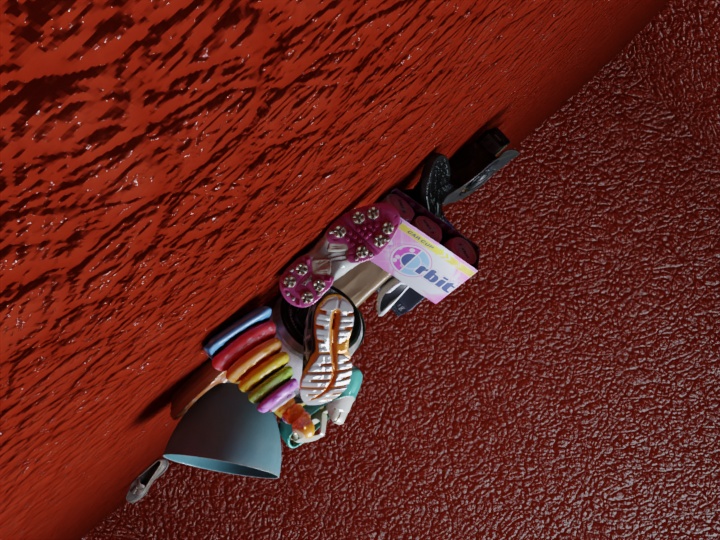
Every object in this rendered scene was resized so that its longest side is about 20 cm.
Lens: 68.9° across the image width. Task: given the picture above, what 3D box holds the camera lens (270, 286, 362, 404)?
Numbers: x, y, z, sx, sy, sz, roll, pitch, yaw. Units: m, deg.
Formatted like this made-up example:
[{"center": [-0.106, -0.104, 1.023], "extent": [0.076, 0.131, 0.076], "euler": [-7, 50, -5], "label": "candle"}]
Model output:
[{"center": [-0.097, 0.131, 0.947], "extent": [0.160, 0.160, 0.200], "euler": [-38, 165, -44], "label": "camera lens"}]

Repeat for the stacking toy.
[{"center": [-0.132, 0.164, 0.771], "extent": [0.109, 0.201, 0.116], "euler": [-34, 172, -21], "label": "stacking toy"}]

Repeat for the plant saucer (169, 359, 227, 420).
[{"center": [-0.277, 0.198, 0.984], "extent": [0.200, 0.038, 0.200], "euler": [-41, 176, -4], "label": "plant saucer"}]

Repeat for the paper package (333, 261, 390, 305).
[{"center": [0.000, 0.000, 1.079], "extent": [0.190, 0.104, 0.200], "euler": [-42, 177, 11], "label": "paper package"}]

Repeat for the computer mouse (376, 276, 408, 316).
[{"center": [0.092, 0.016, 1.123], "extent": [0.200, 0.044, 0.110], "euler": [-49, 179, 13], "label": "computer mouse"}]

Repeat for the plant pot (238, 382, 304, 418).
[{"center": [-0.184, 0.235, 1.211], "extent": [0.200, 0.189, 0.201], "euler": [-41, 177, -3], "label": "plant pot"}]

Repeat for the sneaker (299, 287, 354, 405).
[{"center": [-0.055, 0.117, 0.804], "extent": [0.077, 0.078, 0.202], "euler": [-130, -132, -57], "label": "sneaker"}]

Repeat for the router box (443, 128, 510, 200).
[{"center": [0.272, -0.260, 1.305], "extent": [0.200, 0.052, 0.157], "euler": [-44, 176, 29], "label": "router box"}]

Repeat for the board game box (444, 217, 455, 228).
[{"center": [0.168, -0.062, 1.360], "extent": [0.200, 0.200, 0.062], "euler": [-38, 175, -35], "label": "board game box"}]

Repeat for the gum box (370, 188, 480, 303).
[{"center": [0.093, -0.042, 0.908], "extent": [0.113, 0.199, 0.066], "euler": [-44, -161, 41], "label": "gum box"}]

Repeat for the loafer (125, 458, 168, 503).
[{"center": [-0.848, 0.822, 2.066], "extent": [0.200, 0.072, 0.063], "euler": [-47, 162, -17], "label": "loafer"}]

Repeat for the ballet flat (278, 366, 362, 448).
[{"center": [-0.062, 0.252, 0.928], "extent": [0.200, 0.071, 0.067], "euler": [-39, 143, 17], "label": "ballet flat"}]

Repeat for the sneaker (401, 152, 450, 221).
[{"center": [0.102, -0.127, 0.945], "extent": [0.060, 0.104, 0.201], "euler": [-27, 133, -29], "label": "sneaker"}]

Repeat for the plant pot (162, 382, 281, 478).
[{"center": [-0.228, 0.277, 0.926], "extent": [0.200, 0.199, 0.136], "euler": [132, -29, -58], "label": "plant pot"}]

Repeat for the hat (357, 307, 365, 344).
[{"center": [-0.040, 0.069, 1.213], "extent": [0.165, 0.201, 0.176], "euler": [-8, 151, -31], "label": "hat"}]

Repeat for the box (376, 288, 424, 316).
[{"center": [0.096, 0.012, 1.464], "extent": [0.117, 0.200, 0.197], "euler": [-41, 176, -9], "label": "box"}]

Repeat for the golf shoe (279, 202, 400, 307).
[{"center": [-0.031, -0.030, 0.756], "extent": [0.199, 0.076, 0.092], "euler": [-36, -173, 3], "label": "golf shoe"}]

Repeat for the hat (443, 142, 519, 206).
[{"center": [0.246, -0.229, 1.158], "extent": [0.200, 0.081, 0.201], "euler": [-32, 172, -5], "label": "hat"}]
